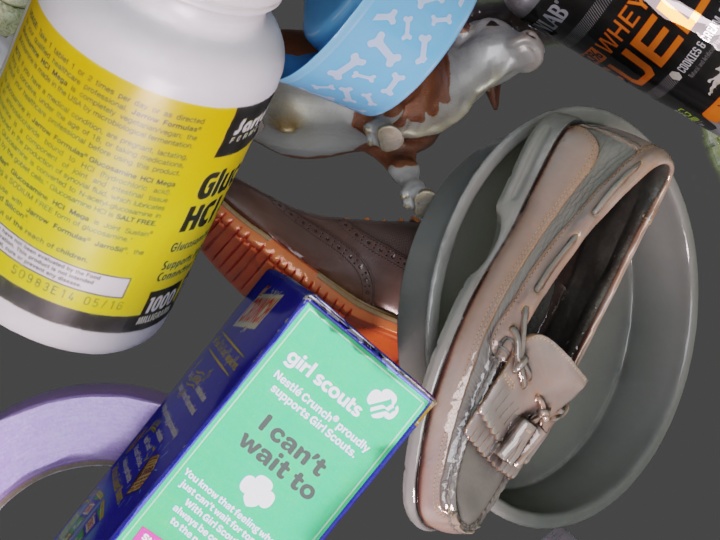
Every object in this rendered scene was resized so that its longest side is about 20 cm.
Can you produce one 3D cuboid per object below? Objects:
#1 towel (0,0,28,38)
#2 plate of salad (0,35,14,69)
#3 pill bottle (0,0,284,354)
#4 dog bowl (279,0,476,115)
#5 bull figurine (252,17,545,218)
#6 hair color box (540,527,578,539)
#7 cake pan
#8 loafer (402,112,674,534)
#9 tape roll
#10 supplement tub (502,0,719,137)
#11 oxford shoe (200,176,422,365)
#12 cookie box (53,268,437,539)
[{"bbox_3d":[-0.145,-0.221,0.977,0.148,0.036,0.201,-30,95,-3],"label":"towel"},{"bbox_3d":[-0.220,-0.066,1.065,0.199,0.048,0.201,0,83,0],"label":"plate of salad"},{"bbox_3d":[-0.101,-0.072,0.953,0.112,0.113,0.201,25,120,-5],"label":"pill bottle"},{"bbox_3d":[0.011,-0.144,1.008,0.049,0.200,0.112,33,118,-20],"label":"dog bowl"},{"bbox_3d":[-0.009,-0.081,1.064,0.199,0.122,0.065,-1,122,2],"label":"bull figurine"},{"bbox_3d":[0.088,0.189,1.028,0.109,0.200,0.065,-40,93,-3],"label":"hair color box"},{"bbox_3d":[0.089,0.021,1.054,0.200,0.037,0.202,-8,101,-45],"label":"cake pan"},{"bbox_3d":[0.079,0.024,0.965,0.063,0.072,0.201,13,72,29],"label":"loafer"},{"bbox_3d":[-0.126,0.158,1.076,0.199,0.066,0.202,0,91,-6],"label":"tape roll"},{"bbox_3d":[0.152,-0.148,1.064,0.199,0.123,0.123,30,89,-5],"label":"supplement tub"},{"bbox_3d":[0.000,0.000,1.090,0.199,0.071,0.073,33,70,-10],"label":"oxford shoe"},{"bbox_3d":[-0.067,0.102,0.963,0.075,0.171,0.200,39,88,-8],"label":"cookie box"}]
